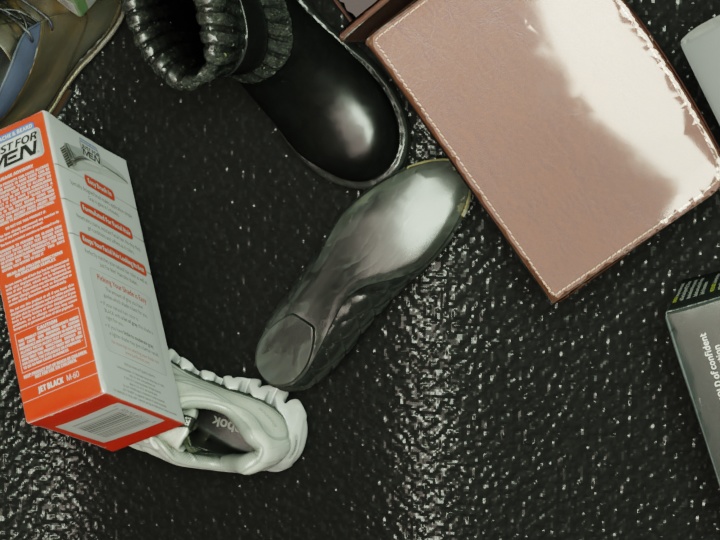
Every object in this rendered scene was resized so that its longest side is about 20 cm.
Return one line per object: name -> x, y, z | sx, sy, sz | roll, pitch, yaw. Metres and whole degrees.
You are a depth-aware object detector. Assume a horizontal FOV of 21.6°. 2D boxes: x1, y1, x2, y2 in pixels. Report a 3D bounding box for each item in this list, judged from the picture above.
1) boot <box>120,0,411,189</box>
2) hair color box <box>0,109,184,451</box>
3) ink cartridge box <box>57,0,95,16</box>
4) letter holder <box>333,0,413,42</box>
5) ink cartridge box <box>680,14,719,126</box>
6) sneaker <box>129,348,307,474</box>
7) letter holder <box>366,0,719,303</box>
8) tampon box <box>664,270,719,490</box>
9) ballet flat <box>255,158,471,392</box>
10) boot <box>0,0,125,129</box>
boot -> -0.062, -0.131, 1.197 | 0.079, 0.158, 0.211 | -41, 88, 17
hair color box -> -0.186, 0.009, 1.239 | 0.064, 0.111, 0.200 | -21, 68, 17
ink cartridge box -> -0.129, -0.254, 1.171 | 0.048, 0.146, 0.200 | 39, 86, -3
letter holder -> 0.035, -0.239, 1.164 | 0.200, 0.142, 0.101 | -37, 89, 16
ink cartridge box -> 0.314, -0.119, 1.102 | 0.200, 0.086, 0.147 | -27, 92, -14
sneaker -> -0.139, 0.095, 1.294 | 0.199, 0.081, 0.075 | 12, 103, 13
letter holder -> 0.125, -0.107, 1.178 | 0.142, 0.101, 0.200 | -36, 89, 15
tampon box -> 0.307, 0.057, 1.152 | 0.200, 0.126, 0.150 | -17, 94, 17
ballet flat -> 0.000, 0.000, 1.259 | 0.066, 0.057, 0.200 | 45, 104, 7
boot -> -0.211, -0.170, 1.259 | 0.075, 0.097, 0.200 | 29, 105, 8
